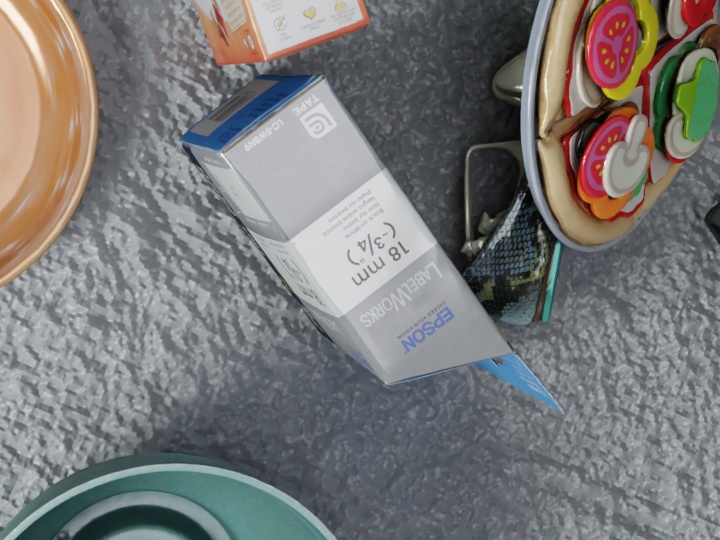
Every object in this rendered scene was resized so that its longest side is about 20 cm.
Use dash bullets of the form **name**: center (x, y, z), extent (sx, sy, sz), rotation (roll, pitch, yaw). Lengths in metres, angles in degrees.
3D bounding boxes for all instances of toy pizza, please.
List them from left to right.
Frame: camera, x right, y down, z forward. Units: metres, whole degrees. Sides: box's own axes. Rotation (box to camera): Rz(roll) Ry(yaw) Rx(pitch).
- **toy pizza**: center (0.145, -0.105, 0.780), extent (0.200, 0.032, 0.201), rotation (-28, 127, -47)

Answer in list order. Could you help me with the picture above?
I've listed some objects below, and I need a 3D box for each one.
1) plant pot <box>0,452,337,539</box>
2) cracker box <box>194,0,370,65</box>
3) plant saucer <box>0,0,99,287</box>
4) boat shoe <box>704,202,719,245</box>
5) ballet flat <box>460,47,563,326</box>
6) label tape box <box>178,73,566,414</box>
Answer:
- **plant pot**: center (-0.105, 0.179, 0.759), extent (0.199, 0.134, 0.202), rotation (-2, 97, -14)
- **cracker box**: center (-0.067, -0.200, 0.722), extent (0.057, 0.134, 0.201), rotation (-21, 101, -11)
- **plant saucer**: center (-0.230, -0.078, 0.746), extent (0.199, 0.037, 0.201), rotation (-2, 97, -15)
- **boat shoe**: center (0.250, 0.041, 0.864), extent (0.066, 0.074, 0.200), rotation (-24, 101, -8)
- **ballet flat**: center (0.094, -0.072, 0.817), extent (0.074, 0.074, 0.201), rotation (16, 89, -15)
- **label tape box**: center (0.000, 0.000, 0.758), extent (0.063, 0.144, 0.200), rotation (-38, 104, -7)
